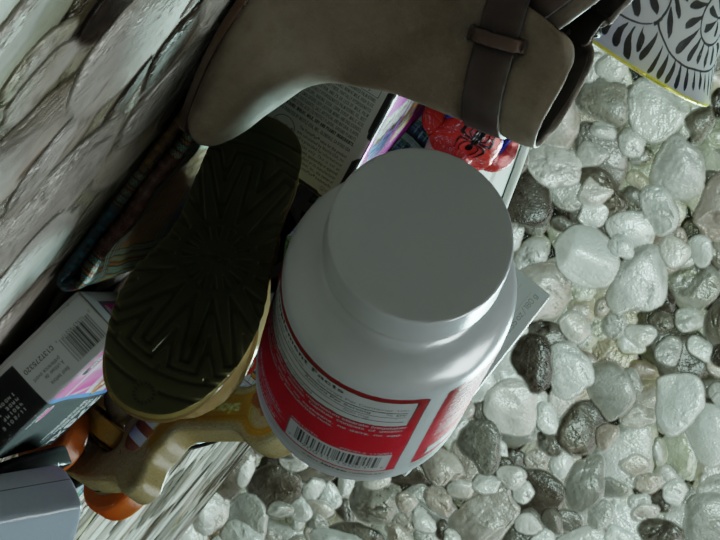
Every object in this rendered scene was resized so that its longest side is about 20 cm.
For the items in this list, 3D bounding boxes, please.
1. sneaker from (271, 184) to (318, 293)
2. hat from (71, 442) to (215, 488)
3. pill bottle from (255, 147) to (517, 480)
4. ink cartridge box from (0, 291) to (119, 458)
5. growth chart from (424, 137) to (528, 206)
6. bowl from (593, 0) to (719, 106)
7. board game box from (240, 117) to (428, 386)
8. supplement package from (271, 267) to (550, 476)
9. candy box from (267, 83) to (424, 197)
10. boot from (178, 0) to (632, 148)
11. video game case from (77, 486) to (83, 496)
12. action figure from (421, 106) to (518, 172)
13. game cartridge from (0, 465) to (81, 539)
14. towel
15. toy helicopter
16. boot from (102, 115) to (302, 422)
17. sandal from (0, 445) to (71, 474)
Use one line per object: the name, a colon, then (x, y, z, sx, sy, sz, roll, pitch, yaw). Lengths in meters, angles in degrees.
sneaker: (-0.031, -0.071, 1.373, 0.083, 0.071, 0.200, -29, 155, -58)
hat: (-0.110, 0.073, 1.465, 0.199, 0.081, 0.201, -18, -179, 0)
pill bottle: (0.013, 0.021, 1.092, 0.112, 0.112, 0.200, -49, 172, -23)
ink cartridge box: (-0.154, 0.053, 1.208, 0.095, 0.037, 0.200, -44, 179, 3)
growth chart: (0.073, -0.076, 1.323, 0.200, 0.018, 0.145, 58, 52, -68)
bowl: (0.149, -0.192, 1.339, 0.094, 0.200, 0.201, -56, 175, 13)
board game box: (0.000, 0.000, 1.363, 0.200, 0.061, 0.200, -54, 171, -22)
supplement package: (0.003, 0.016, 1.528, 0.121, 0.200, 0.120, -50, 176, -29)
candy box: (0.028, -0.148, 1.160, 0.201, 0.061, 0.136, -60, 174, 32)
boot: (0.027, -0.103, 1.024, 0.200, 0.146, 0.070, -55, 165, 11)
video game case: (-0.225, 0.167, 1.657, 0.200, 0.017, 0.143, -50, 176, -14)
action figure: (0.088, -0.121, 1.213, 0.201, 0.065, 0.052, -59, -162, 4)
game cartridge: (-0.224, 0.172, 1.147, 0.133, 0.042, 0.200, -11, 146, -46)
towel: (-0.083, -0.055, 1.184, 0.147, 0.022, 0.200, -53, 176, 12)
toy helicopter: (-0.099, 0.074, 1.318, 0.199, 0.079, 0.133, -1, -121, 42)
boot: (-0.080, 0.033, 1.163, 0.176, 0.066, 0.200, -62, 176, -26)
sandal: (-0.190, 0.131, 1.236, 0.075, 0.048, 0.200, -22, 173, -12)
